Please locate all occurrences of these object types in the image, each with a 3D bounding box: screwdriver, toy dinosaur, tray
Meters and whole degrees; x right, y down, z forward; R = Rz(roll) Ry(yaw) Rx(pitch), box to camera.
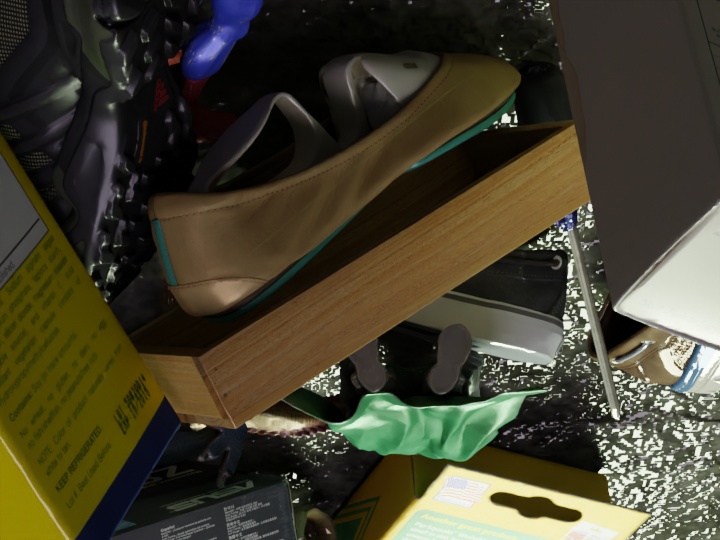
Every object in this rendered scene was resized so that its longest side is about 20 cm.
[{"bbox_3d":[0.096,-0.006,1.023,0.029,0.028,0.200,-22,123,-16],"label":"screwdriver"},{"bbox_3d":[-0.132,0.081,1.092,0.181,0.105,0.200,-12,152,35],"label":"toy dinosaur"},{"bbox_3d":[0.000,0.000,0.928,0.200,0.099,0.037,-31,103,-25],"label":"tray"}]

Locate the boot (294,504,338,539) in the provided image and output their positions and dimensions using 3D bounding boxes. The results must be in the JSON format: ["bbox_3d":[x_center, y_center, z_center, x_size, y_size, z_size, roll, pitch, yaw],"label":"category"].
[{"bbox_3d":[-0.096,0.172,1.123,0.155,0.200,0.072,-10,99,13],"label":"boot"}]

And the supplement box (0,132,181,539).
[{"bbox_3d":[-0.174,0.020,0.825,0.109,0.109,0.200,-22,108,24],"label":"supplement box"}]

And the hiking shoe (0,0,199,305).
[{"bbox_3d":[-0.121,-0.067,0.872,0.101,0.076,0.200,27,133,17],"label":"hiking shoe"}]

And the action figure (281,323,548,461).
[{"bbox_3d":[0.023,0.062,1.050,0.118,0.055,0.200,4,168,1],"label":"action figure"}]

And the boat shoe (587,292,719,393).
[{"bbox_3d":[0.152,-0.009,1.027,0.072,0.072,0.200,3,138,-8],"label":"boat shoe"}]

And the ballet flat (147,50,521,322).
[{"bbox_3d":[-0.007,-0.054,0.909,0.069,0.200,0.063,-8,115,49],"label":"ballet flat"}]

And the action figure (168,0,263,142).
[{"bbox_3d":[-0.025,-0.134,0.865,0.099,0.065,0.200,-13,153,-20],"label":"action figure"}]

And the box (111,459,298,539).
[{"bbox_3d":[-0.155,0.136,1.048,0.200,0.049,0.161,-15,-167,-36],"label":"box"}]

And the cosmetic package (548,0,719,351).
[{"bbox_3d":[0.141,-0.065,0.865,0.104,0.200,0.073,21,133,-26],"label":"cosmetic package"}]

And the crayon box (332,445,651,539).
[{"bbox_3d":[0.052,0.155,1.217,0.126,0.052,0.200,16,135,-23],"label":"crayon box"}]

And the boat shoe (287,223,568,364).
[{"bbox_3d":[0.008,-0.006,1.026,0.200,0.057,0.069,17,172,-25],"label":"boat shoe"}]
